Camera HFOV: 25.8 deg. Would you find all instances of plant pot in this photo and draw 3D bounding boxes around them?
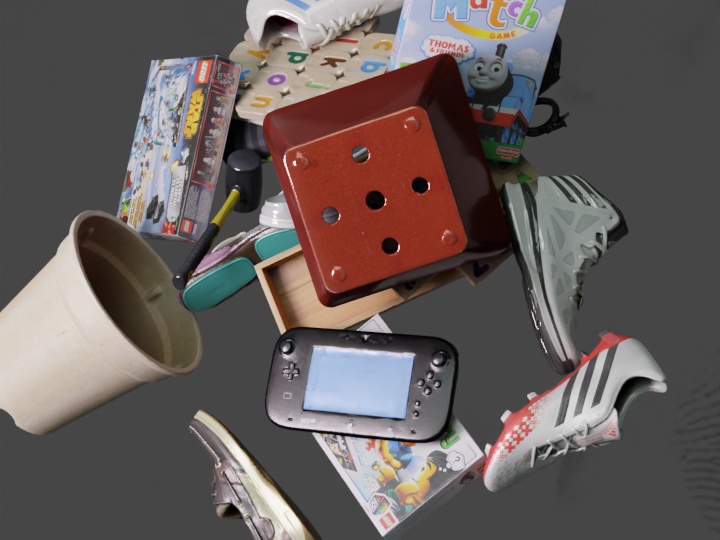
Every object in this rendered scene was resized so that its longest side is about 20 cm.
[{"bbox_3d":[0.018,-0.074,1.449,0.198,0.176,0.202,-18,97,8],"label":"plant pot"},{"bbox_3d":[-0.300,0.070,1.660,0.183,0.200,0.202,-34,56,17],"label":"plant pot"}]

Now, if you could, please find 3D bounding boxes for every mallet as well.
[{"bbox_3d":[-0.151,-0.057,1.656,0.041,0.066,0.200,15,36,11],"label":"mallet"}]

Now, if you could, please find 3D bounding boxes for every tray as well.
[{"bbox_3d":[0.000,0.000,1.624,0.199,0.037,0.099,-25,83,11],"label":"tray"}]

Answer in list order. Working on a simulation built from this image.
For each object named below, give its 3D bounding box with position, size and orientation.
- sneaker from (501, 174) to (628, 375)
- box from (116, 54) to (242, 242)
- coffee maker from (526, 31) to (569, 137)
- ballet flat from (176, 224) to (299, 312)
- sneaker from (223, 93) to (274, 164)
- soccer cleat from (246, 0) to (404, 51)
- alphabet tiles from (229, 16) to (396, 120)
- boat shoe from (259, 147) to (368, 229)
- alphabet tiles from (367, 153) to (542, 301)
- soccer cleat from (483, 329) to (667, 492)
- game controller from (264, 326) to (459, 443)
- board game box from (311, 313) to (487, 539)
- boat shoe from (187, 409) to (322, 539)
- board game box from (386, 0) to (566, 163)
[{"bbox_3d":[0.212,-0.005,1.532,0.114,0.076,0.202,-13,72,2],"label":"sneaker"},{"bbox_3d":[-0.202,-0.134,1.737,0.136,0.040,0.202,6,82,52],"label":"box"},{"bbox_3d":[0.124,-0.263,1.657,0.133,0.193,0.201,-16,39,-2],"label":"coffee maker"},{"bbox_3d":[-0.111,-0.023,1.691,0.199,0.069,0.071,-26,38,10],"label":"ballet flat"},{"bbox_3d":[-0.109,-0.139,1.754,0.199,0.071,0.084,25,101,32],"label":"sneaker"},{"bbox_3d":[-0.029,-0.285,1.750,0.198,0.070,0.087,-7,60,9],"label":"soccer cleat"},{"bbox_3d":[-0.057,-0.230,1.749,0.194,0.015,0.201,9,47,24],"label":"alphabet tiles"},{"bbox_3d":[-0.019,-0.092,1.623,0.201,0.065,0.074,-21,18,-27],"label":"boat shoe"},{"bbox_3d":[0.084,-0.066,1.587,0.200,0.008,0.167,-39,82,-17],"label":"alphabet tiles"},{"bbox_3d":[0.199,0.143,1.470,0.200,0.069,0.085,-42,53,-6],"label":"soccer cleat"},{"bbox_3d":[0.001,0.112,1.543,0.198,0.042,0.105,3,65,24],"label":"game controller"},{"bbox_3d":[0.024,0.154,1.557,0.126,0.035,0.200,-39,57,1],"label":"board game box"},{"bbox_3d":[-0.118,0.220,1.564,0.065,0.073,0.200,-41,57,-7],"label":"boat shoe"},{"bbox_3d":[0.107,-0.211,1.535,0.150,0.202,0.037,8,28,-11],"label":"board game box"}]
